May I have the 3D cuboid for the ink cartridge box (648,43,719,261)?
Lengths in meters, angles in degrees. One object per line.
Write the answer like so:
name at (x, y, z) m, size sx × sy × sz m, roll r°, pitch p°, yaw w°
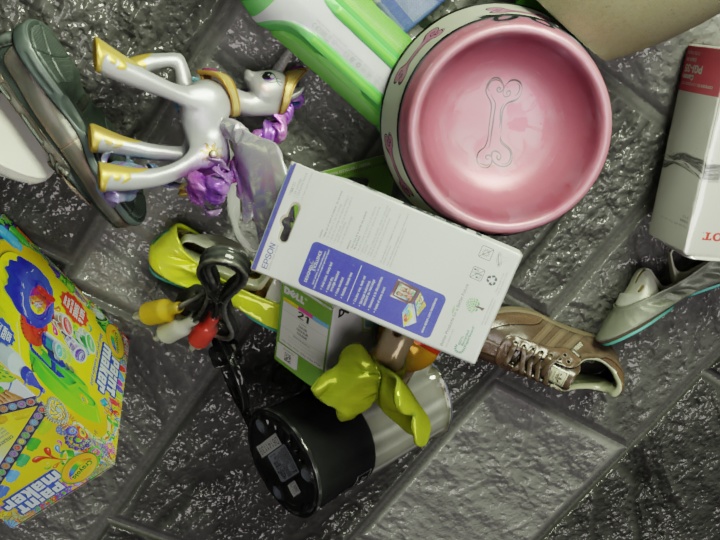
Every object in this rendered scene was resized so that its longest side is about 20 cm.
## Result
ink cartridge box at (0.385, -0.114, 0.870) m, size 0.146 × 0.083 × 0.200 m, roll 4°, pitch 107°, yaw -12°

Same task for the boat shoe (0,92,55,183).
boat shoe at (-0.368, -0.129, 0.765) m, size 0.200 × 0.072 × 0.068 m, roll 25°, pitch 141°, yaw -34°

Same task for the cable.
cable at (-0.140, 0.037, 0.814) m, size 0.097 × 0.050 × 0.200 m, roll 29°, pitch 153°, yaw -21°

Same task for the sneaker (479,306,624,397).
sneaker at (0.209, 0.094, 0.984) m, size 0.200 × 0.076 × 0.071 m, roll 10°, pitch 117°, yaw -16°

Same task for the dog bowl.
dog bowl at (0.117, -0.119, 0.726) m, size 0.200 × 0.074 × 0.201 m, roll -1°, pitch 104°, yaw -3°

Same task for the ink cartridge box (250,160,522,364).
ink cartridge box at (0.020, -0.009, 0.713) m, size 0.200 × 0.039 × 0.100 m, roll 24°, pitch 100°, yaw 3°

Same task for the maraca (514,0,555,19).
maraca at (0.147, -0.156, 0.815) m, size 0.137 × 0.107 × 0.200 m, roll 5°, pitch 105°, yaw -38°

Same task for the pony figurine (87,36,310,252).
pony figurine at (-0.132, -0.108, 0.769) m, size 0.200 × 0.166 × 0.193 m, roll -3°, pitch 95°, yaw -26°

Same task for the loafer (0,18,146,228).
loafer at (-0.264, -0.123, 0.788) m, size 0.063 × 0.072 × 0.200 m, roll -19°, pitch 114°, yaw 15°

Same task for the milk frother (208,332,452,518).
milk frother at (-0.041, 0.127, 0.935) m, size 0.188 × 0.180 × 0.200 m, roll -22°, pitch 94°, yaw -37°

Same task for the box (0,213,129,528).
box at (-0.330, 0.089, 0.815) m, size 0.122 × 0.200 × 0.193 m, roll -32°, pitch 120°, yaw 8°

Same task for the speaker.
speaker at (-0.007, -0.199, 0.772) m, size 0.200 × 0.088 × 0.088 m, roll 38°, pitch 107°, yaw -26°

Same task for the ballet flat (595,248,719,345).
ballet flat at (0.343, 0.013, 0.978) m, size 0.200 × 0.067 × 0.064 m, roll -28°, pitch 93°, yaw 6°

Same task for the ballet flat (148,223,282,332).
ballet flat at (-0.114, 0.008, 0.882) m, size 0.200 × 0.067 × 0.067 m, roll 24°, pitch 122°, yaw -19°

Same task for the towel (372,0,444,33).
towel at (0.029, -0.318, 0.747) m, size 0.147 × 0.024 × 0.200 m, roll -38°, pitch 119°, yaw 13°

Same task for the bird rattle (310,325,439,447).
bird rattle at (0.040, 0.053, 0.817) m, size 0.112 × 0.163 × 0.200 m, roll 18°, pitch 86°, yaw 11°

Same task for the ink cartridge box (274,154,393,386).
ink cartridge box at (0.000, 0.000, 0.854) m, size 0.148 × 0.076 × 0.200 m, roll -21°, pitch 131°, yaw -42°

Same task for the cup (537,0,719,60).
cup at (0.217, -0.260, 0.717) m, size 0.200 × 0.200 × 0.143 m, roll 31°, pitch 116°, yaw -24°
